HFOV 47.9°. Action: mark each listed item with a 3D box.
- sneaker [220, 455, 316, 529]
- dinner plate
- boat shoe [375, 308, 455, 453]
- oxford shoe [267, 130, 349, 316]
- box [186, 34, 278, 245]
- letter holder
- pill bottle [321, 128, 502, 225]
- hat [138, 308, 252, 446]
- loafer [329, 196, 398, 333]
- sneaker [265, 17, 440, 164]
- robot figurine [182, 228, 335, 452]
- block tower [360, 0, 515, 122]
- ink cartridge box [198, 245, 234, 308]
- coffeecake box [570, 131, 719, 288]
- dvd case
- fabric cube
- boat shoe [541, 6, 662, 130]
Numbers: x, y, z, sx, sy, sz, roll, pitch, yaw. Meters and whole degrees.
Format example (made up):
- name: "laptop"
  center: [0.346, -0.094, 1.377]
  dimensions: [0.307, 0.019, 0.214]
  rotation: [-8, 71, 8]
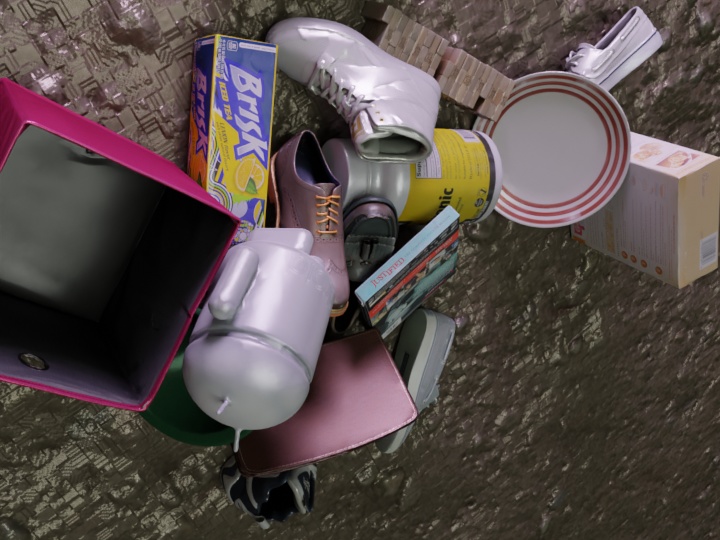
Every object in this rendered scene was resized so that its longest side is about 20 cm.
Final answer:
- name: "sneaker"
  center: [-0.068, 0.232, 0.984]
  dimensions: [0.198, 0.129, 0.080]
  rotation: [-34, 125, -13]
- name: "dinner plate"
  center: [0.235, -0.150, 1.013]
  dimensions: [0.198, 0.024, 0.202]
  rotation: [5, 118, 9]
- name: "boat shoe"
  center: [0.077, 0.151, 1.073]
  dimensions: [0.071, 0.070, 0.203]
  rotation: [12, 101, -30]
- name: "oxford shoe"
  center: [-0.049, -0.051, 0.838]
  dimensions: [0.071, 0.202, 0.073]
  rotation: [-5, 156, -34]
- name: "box"
  center: [-0.132, -0.129, 0.816]
  dimensions: [0.069, 0.064, 0.202]
  rotation: [0, 99, -31]
- name: "letter holder"
  center: [-0.047, 0.173, 0.915]
  dimensions: [0.198, 0.143, 0.101]
  rotation: [-16, 138, -14]
- name: "pill bottle"
  center: [0.054, -0.107, 0.926]
  dimensions: [0.198, 0.111, 0.112]
  rotation: [-3, 112, -29]
- name: "hat"
  center: [-0.139, 0.071, 0.885]
  dimensions: [0.167, 0.198, 0.176]
  rotation: [69, 26, -18]
- name: "loafer"
  center: [0.000, 0.000, 0.907]
  dimensions: [0.071, 0.063, 0.201]
  rotation: [4, 146, -13]
- name: "sneaker"
  center: [-0.009, -0.179, 0.827]
  dimensions: [0.198, 0.116, 0.074]
  rotation: [19, 139, -13]
- name: "robot figurine"
  center: [-0.089, 0.054, 0.722]
  dimensions: [0.170, 0.112, 0.201]
  rotation: [64, 32, -48]
- name: "block tower"
  center: [0.084, -0.235, 0.924]
  dimensions: [0.199, 0.054, 0.058]
  rotation: [21, 98, -34]
- name: "ink cartridge box"
  center: [-0.181, 0.078, 0.905]
  dimensions: [0.200, 0.050, 0.162]
  rotation: [-40, 125, -12]
- name: "coffeecake box"
  center: [0.364, -0.090, 1.060]
  dimensions: [0.073, 0.200, 0.155]
  rotation: [-24, 121, -20]
- name: "dvd case"
  center: [0.059, 0.013, 0.962]
  dimensions: [0.146, 0.022, 0.200]
  rotation: [-42, 162, -8]
- name: "fabric cube"
  center: [-0.260, -0.025, 0.722]
  dimensions: [0.195, 0.199, 0.201]
  rotation: [24, 97, -36]
- name: "boat shoe"
  center: [0.293, -0.259, 1.037]
  dimensions: [0.200, 0.074, 0.066]
  rotation: [-40, 104, -10]
